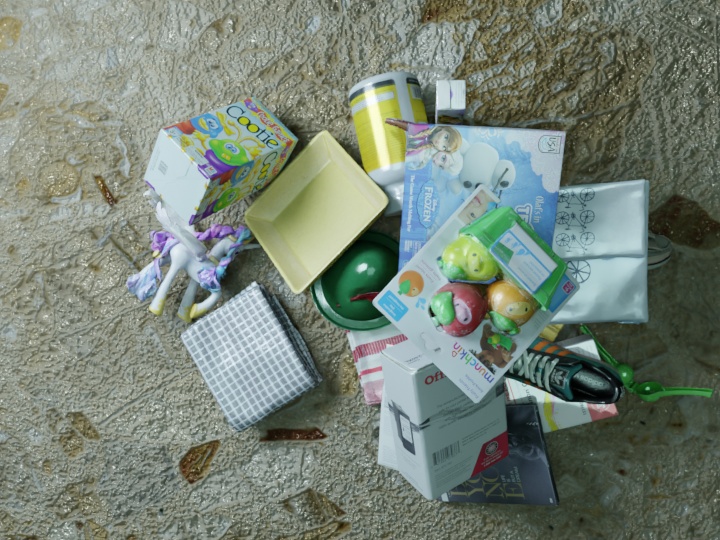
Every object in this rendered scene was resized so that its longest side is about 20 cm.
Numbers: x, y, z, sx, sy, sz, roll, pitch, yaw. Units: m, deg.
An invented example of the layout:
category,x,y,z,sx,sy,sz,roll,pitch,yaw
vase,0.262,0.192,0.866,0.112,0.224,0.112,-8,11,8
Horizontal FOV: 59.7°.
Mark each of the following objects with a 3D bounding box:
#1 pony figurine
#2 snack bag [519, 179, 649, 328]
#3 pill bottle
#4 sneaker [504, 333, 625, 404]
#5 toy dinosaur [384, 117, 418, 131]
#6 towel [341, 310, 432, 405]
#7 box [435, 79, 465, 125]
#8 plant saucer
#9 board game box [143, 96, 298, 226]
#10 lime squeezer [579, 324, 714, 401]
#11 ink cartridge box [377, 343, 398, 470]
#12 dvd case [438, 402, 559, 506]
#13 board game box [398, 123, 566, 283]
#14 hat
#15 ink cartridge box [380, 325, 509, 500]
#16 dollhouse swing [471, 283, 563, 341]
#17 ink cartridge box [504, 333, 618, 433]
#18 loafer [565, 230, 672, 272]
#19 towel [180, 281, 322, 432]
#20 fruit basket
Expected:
category,x,y,z,sx,sy,sz,roll,pitch,yaw
pony figurine,-0.281,-0.026,1.010,0.193,0.167,0.200,36,95,-32
snack bag,0.294,-0.016,0.850,0.187,0.021,0.202,-3,103,8
pill bottle,0.054,-0.190,0.961,0.111,0.112,0.202,-12,89,9
sneaker,0.267,0.137,0.875,0.198,0.080,0.072,13,94,15
toy dinosaur,0.161,-0.184,0.915,0.105,0.181,0.201,-27,102,42
towel,0.051,0.107,1.016,0.143,0.023,0.202,-17,89,9
box,0.128,-0.228,0.903,0.038,0.200,0.042,1,92,6
plant saucer,-0.066,-0.088,0.985,0.200,0.048,0.200,-45,55,9
board game box,-0.206,-0.169,0.949,0.103,0.200,0.105,44,133,6
lime squeezer,0.410,0.155,0.934,0.199,0.071,0.038,31,63,35
ink cartridge box,0.089,0.211,0.964,0.108,0.050,0.202,8,103,23
dvd case,0.189,0.281,0.955,0.199,0.016,0.150,-13,91,37
board game box,0.153,-0.084,0.817,0.197,0.043,0.202,3,103,3
hat,0.000,0.000,0.927,0.198,0.176,0.167,-4,79,10
ink cartridge box,0.118,0.183,0.855,0.144,0.083,0.202,-19,113,-25
dollhouse swing,0.234,0.008,0.919,0.175,0.182,0.201,33,96,18
ink cartridge box,0.270,0.182,0.952,0.199,0.067,0.117,-19,87,15
loafer,0.369,-0.039,0.898,0.198,0.072,0.063,-6,121,-18
towel,-0.180,0.139,1.022,0.165,0.086,0.201,-33,86,8
fruit basket,0.146,0.029,0.759,0.185,0.094,0.200,44,81,-6
